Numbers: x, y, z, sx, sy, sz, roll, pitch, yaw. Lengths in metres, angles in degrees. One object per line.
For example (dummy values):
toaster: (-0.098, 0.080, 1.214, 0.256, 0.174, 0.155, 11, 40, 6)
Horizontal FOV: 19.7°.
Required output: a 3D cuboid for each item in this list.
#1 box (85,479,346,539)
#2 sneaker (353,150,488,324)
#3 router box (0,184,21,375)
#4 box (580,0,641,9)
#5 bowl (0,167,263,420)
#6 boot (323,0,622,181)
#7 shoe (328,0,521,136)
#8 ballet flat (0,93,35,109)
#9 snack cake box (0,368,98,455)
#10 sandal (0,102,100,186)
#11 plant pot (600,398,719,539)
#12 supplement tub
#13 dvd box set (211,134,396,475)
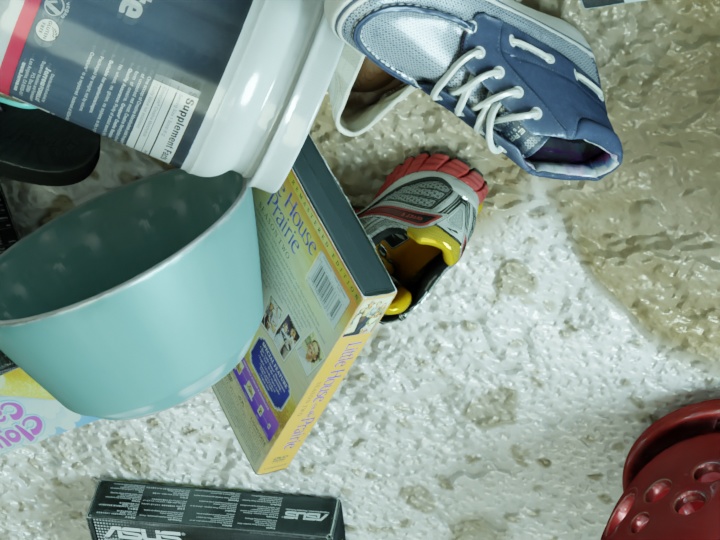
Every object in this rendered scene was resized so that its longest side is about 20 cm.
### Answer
box: (-0.106, 0.252, 1.666, 0.200, 0.048, 0.193, 4, 136, 10)
sneaker: (0.000, 0.000, 1.370, 0.078, 0.082, 0.200, 33, 133, -18)
router box: (-0.319, 0.021, 1.433, 0.200, 0.062, 0.150, -23, 88, 30)
box: (0.212, -0.204, 1.142, 0.200, 0.049, 0.082, -6, 131, 19)
bowl: (-0.142, 0.022, 1.332, 0.201, 0.201, 0.105, -14, 114, 26)
boot: (0.072, -0.111, 1.181, 0.200, 0.090, 0.073, 10, 139, -39)
shoe: (0.045, -0.149, 1.235, 0.070, 0.053, 0.200, 33, 132, -17)
ballet flat: (-0.285, -0.157, 1.316, 0.200, 0.069, 0.069, 12, 135, 0)
snack cake box: (-0.260, 0.068, 1.514, 0.200, 0.067, 0.115, -21, 124, 30)
sandal: (-0.270, -0.100, 1.354, 0.200, 0.075, 0.048, 4, 140, -1)
plant pot: (0.259, 0.198, 1.422, 0.200, 0.183, 0.200, 7, 135, 7)
supplement tub: (-0.119, -0.140, 1.226, 0.200, 0.140, 0.140, 23, 134, -8)
dvd box set: (-0.054, 0.021, 1.373, 0.029, 0.146, 0.200, -9, 146, -34)
